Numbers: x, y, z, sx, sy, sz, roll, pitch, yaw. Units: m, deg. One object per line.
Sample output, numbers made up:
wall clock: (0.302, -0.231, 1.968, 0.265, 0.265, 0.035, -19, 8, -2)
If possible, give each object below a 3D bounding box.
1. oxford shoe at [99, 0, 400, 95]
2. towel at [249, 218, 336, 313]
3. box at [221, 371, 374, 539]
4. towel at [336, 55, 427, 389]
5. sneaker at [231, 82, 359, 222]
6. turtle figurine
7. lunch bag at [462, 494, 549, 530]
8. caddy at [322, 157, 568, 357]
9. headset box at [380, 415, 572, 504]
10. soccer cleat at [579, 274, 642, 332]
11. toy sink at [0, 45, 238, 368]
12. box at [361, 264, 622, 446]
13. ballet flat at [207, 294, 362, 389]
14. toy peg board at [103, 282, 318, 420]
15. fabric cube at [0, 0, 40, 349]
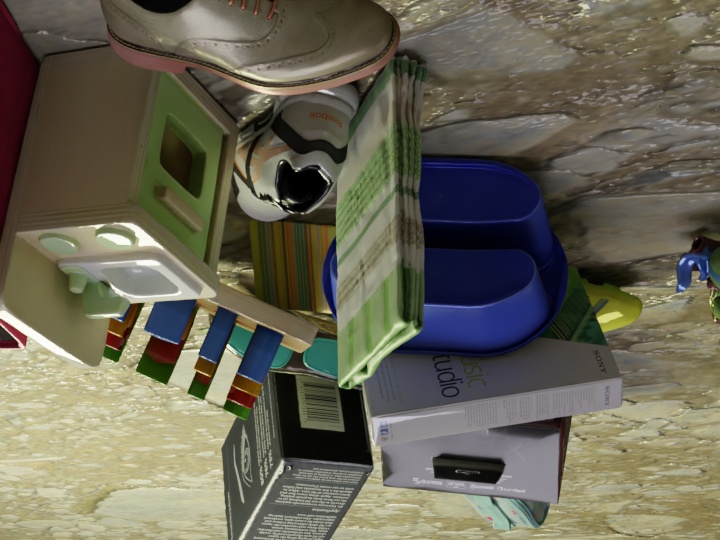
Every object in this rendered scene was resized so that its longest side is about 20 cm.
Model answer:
oxford shoe: (-0.074, -0.162, 0.928, 0.197, 0.072, 0.074, 3, 154, 8)
towel: (0.000, 0.000, 1.257, 0.198, 0.018, 0.087, 5, 116, 17)
box: (-0.073, 0.202, 1.571, 0.103, 0.149, 0.201, 7, 138, -20)
towel: (0.015, -0.032, 1.034, 0.030, 0.202, 0.149, 6, 158, -16)
sneaker: (-0.060, -0.074, 1.110, 0.073, 0.081, 0.200, 12, 157, -13)
turtle figurine: (0.363, 0.049, 1.189, 0.198, 0.146, 0.194, -1, 159, 26)
lunch bag: (0.153, 0.181, 1.524, 0.076, 0.162, 0.200, -3, 154, 23)
caddy: (0.064, -0.007, 1.151, 0.197, 0.143, 0.105, 3, 151, 10)
headset box: (0.102, 0.113, 1.215, 0.147, 0.200, 0.076, 3, 118, 12)
soccer cleat: (0.158, 0.052, 1.325, 0.198, 0.085, 0.065, -3, 156, 22)
toy sink: (-0.171, -0.043, 1.059, 0.111, 0.202, 0.130, -4, 154, 25)
box: (0.095, 0.065, 1.165, 0.197, 0.145, 0.037, -8, 129, -5)
ballet flat: (-0.068, 0.070, 1.469, 0.198, 0.071, 0.071, 19, 154, -21)
toy peg board: (-0.150, 0.059, 1.292, 0.198, 0.099, 0.199, 23, 174, -3)
fabric cube: (-0.341, -0.074, 1.041, 0.194, 0.202, 0.200, 1, 156, 11)
